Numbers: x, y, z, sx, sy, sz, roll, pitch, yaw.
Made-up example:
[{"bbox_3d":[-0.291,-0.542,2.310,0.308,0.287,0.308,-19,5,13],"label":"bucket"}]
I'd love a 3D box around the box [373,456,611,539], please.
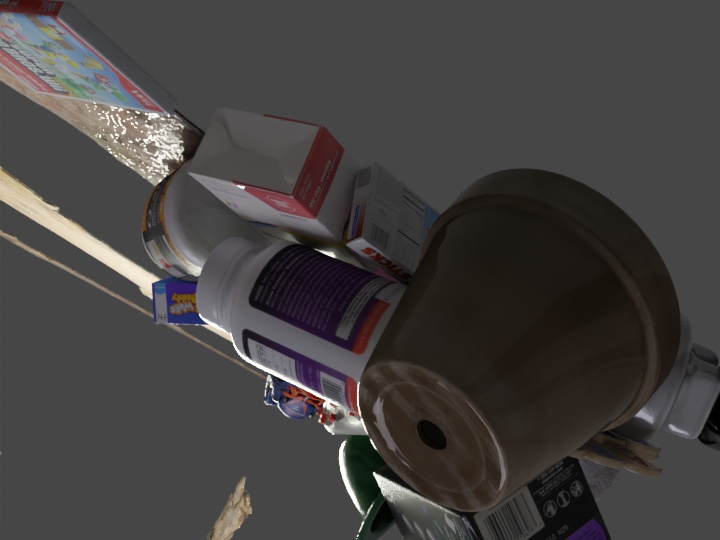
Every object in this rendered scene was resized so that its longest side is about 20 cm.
[{"bbox_3d":[0.113,0.214,0.865,0.108,0.121,0.199,65,160,-8],"label":"box"}]

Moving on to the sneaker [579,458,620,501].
[{"bbox_3d":[0.230,0.171,1.023,0.113,0.199,0.077,15,136,47],"label":"sneaker"}]

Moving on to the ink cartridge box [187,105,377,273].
[{"bbox_3d":[-0.045,-0.058,0.837,0.115,0.069,0.200,15,166,32],"label":"ink cartridge box"}]

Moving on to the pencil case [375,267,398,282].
[{"bbox_3d":[0.000,0.000,0.944,0.196,0.089,0.087,14,165,25],"label":"pencil case"}]

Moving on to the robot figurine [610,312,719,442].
[{"bbox_3d":[0.203,0.071,0.814,0.196,0.115,0.170,21,-165,7],"label":"robot figurine"}]

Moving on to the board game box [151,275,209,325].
[{"bbox_3d":[-0.129,0.021,1.093,0.132,0.046,0.199,1,-171,21],"label":"board game box"}]

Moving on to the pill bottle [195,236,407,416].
[{"bbox_3d":[-0.041,0.041,0.814,0.197,0.113,0.111,22,168,27],"label":"pill bottle"}]

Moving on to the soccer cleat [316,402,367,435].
[{"bbox_3d":[0.009,0.147,1.013,0.076,0.071,0.200,20,168,-16],"label":"soccer cleat"}]

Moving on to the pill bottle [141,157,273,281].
[{"bbox_3d":[-0.161,-0.049,0.972,0.115,0.118,0.199,27,166,-19],"label":"pill bottle"}]

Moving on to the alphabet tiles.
[{"bbox_3d":[0.162,0.124,0.830,0.197,0.015,0.195,18,-173,-24],"label":"alphabet tiles"}]

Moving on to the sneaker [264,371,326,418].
[{"bbox_3d":[-0.046,0.111,0.943,0.074,0.080,0.200,29,166,-12],"label":"sneaker"}]

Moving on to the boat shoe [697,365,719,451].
[{"bbox_3d":[0.328,0.114,0.837,0.062,0.075,0.202,3,159,4],"label":"boat shoe"}]

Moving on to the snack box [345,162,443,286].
[{"bbox_3d":[0.065,-0.011,0.820,0.024,0.073,0.199,-16,143,39],"label":"snack box"}]

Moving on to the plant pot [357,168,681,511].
[{"bbox_3d":[0.092,0.062,0.649,0.198,0.173,0.203,26,137,27],"label":"plant pot"}]

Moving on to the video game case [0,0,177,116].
[{"bbox_3d":[-0.270,-0.189,0.827,0.197,0.018,0.143,15,164,34],"label":"video game case"}]

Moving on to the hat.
[{"bbox_3d":[-0.007,0.185,1.064,0.175,0.165,0.202,39,151,20],"label":"hat"}]
